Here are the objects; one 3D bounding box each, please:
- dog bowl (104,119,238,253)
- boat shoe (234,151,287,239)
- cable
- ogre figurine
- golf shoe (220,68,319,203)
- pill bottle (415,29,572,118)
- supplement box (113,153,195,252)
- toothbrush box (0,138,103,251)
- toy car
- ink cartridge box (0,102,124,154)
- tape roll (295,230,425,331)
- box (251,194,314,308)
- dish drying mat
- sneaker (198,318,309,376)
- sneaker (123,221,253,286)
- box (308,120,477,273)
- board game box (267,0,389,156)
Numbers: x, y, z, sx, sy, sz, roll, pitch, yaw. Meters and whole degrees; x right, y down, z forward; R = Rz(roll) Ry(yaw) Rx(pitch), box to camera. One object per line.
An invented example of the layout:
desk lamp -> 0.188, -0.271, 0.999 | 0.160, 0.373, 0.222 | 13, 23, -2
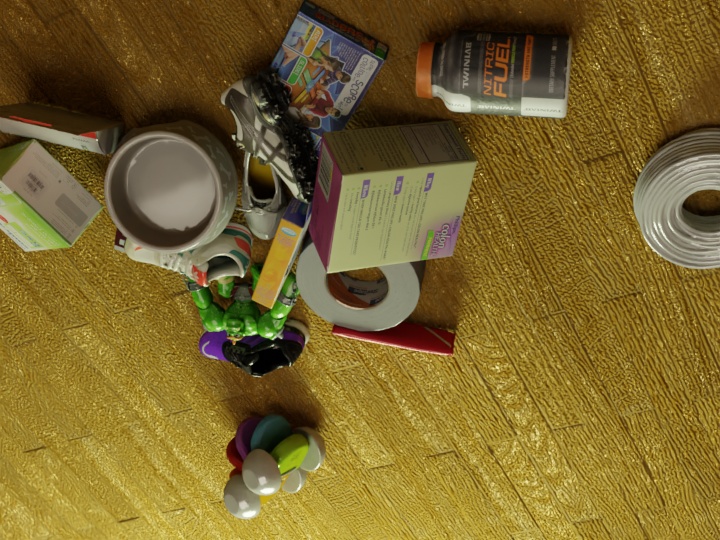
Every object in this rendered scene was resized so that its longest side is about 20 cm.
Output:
dog bowl -> -0.279, -0.117, 1.613 | 0.197, 0.059, 0.203 | 1, 104, 5
boat shoe -> -0.147, -0.112, 1.658 | 0.073, 0.087, 0.204 | 12, 132, 3
cable -> 0.475, -0.095, 1.529 | 0.198, 0.070, 0.201 | -17, 124, 26
ogre figurine -> -0.190, 0.050, 1.811 | 0.197, 0.098, 0.122 | -2, 114, -5
golf shoe -> -0.125, -0.182, 1.560 | 0.093, 0.078, 0.202 | -10, 118, 27
pill bottle -> 0.171, -0.255, 1.442 | 0.197, 0.107, 0.107 | 4, 132, 10
supplement box -> -0.312, -0.105, 1.723 | 0.107, 0.061, 0.201 | 19, 133, -3
toothbrush box -> -0.503, -0.110, 1.697 | 0.146, 0.087, 0.199 | 48, 155, -26
toy car -> -0.174, 0.341, 2.033 | 0.151, 0.174, 0.201 | 52, 133, 17
ink cartridge box -> -0.443, -0.198, 1.588 | 0.159, 0.200, 0.051 | 13, 104, 3
tape roll -> 0.000, 0.000, 1.734 | 0.197, 0.067, 0.202 | 7, 131, 8
box -> -0.106, -0.052, 1.677 | 0.041, 0.120, 0.201 | 22, 132, 0
dish drying mat -> 0.055, 0.100, 1.802 | 0.197, 0.077, 0.018 | 12, 116, 4
sneaker -> -0.190, 0.134, 1.873 | 0.197, 0.100, 0.070 | -6, 127, 18
sneaker -> -0.260, -0.023, 1.684 | 0.196, 0.094, 0.071 | 0, 135, -5
box -> 0.041, -0.104, 1.558 | 0.197, 0.097, 0.177 | -7, 135, -18
board game box -> -0.063, -0.258, 1.544 | 0.134, 0.035, 0.201 | 28, 132, -10
